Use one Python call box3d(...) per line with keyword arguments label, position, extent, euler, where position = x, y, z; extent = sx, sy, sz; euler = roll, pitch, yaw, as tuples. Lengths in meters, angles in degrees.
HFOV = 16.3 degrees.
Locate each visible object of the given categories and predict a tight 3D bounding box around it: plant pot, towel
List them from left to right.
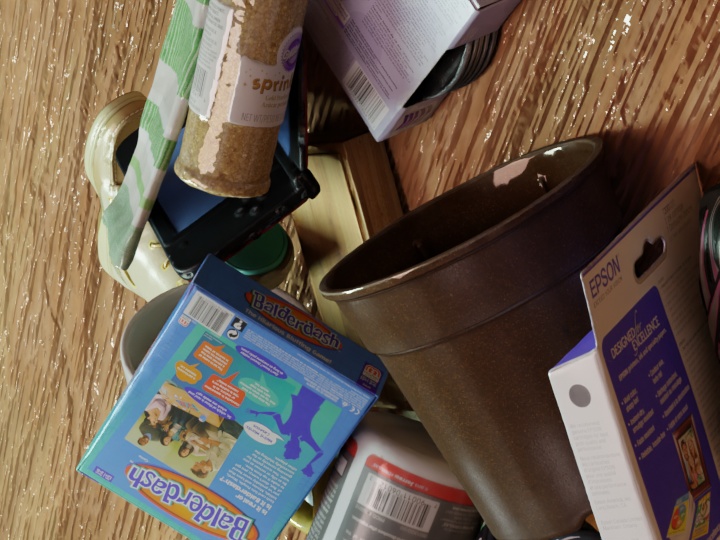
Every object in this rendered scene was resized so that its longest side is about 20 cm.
box3d(label="towel", position=(-0.139, -0.111, 1.756), extent=(0.153, 0.023, 0.201), euler=(-121, 51, -75))
box3d(label="plant pot", position=(0.107, 0.049, 1.574), extent=(0.200, 0.200, 0.199), euler=(-13, 108, 59))

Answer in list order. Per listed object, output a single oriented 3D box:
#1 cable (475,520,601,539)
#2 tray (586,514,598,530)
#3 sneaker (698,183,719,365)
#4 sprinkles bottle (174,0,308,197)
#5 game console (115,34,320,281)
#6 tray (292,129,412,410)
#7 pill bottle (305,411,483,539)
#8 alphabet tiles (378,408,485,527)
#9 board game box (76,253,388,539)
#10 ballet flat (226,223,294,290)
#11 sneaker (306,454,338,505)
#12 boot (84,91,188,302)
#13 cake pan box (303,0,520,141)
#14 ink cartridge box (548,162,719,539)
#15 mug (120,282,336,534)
box3d(label="cable", position=(0.130, 0.234, 1.719), extent=(0.199, 0.051, 0.164), euler=(20, 127, 51))
box3d(label="tray", position=(0.148, 0.146, 1.714), extent=(0.201, 0.037, 0.099), euler=(60, 149, 11))
box3d(label="sneaker", position=(0.240, 0.034, 1.475), extent=(0.086, 0.080, 0.201), euler=(-122, 21, -59))
box3d(label="sprinkles bottle", position=(-0.072, -0.152, 1.655), extent=(0.068, 0.068, 0.201), euler=(32, 116, 43))
box3d(label="game console", position=(-0.111, -0.120, 1.795), extent=(0.119, 0.172, 0.200), euler=(53, -178, -36))
box3d(label="tray", position=(0.000, 0.000, 1.826), extent=(0.098, 0.037, 0.201), euler=(2, 111, 57))
box3d(label="pill bottle", position=(0.013, 0.213, 1.799), extent=(0.116, 0.115, 0.201), euler=(31, 104, 43))
box3d(label="alphabet tiles", position=(0.076, 0.170, 1.870), extent=(0.200, 0.006, 0.167), euler=(52, 147, 22))
box3d(label="board game box", position=(-0.092, 0.105, 1.777), extent=(0.152, 0.045, 0.200), euler=(32, 123, -5))
box3d(label="ballet flat", position=(-0.089, -0.016, 1.895), extent=(0.200, 0.067, 0.063), euler=(-113, 19, -61))
box3d(label="sneaker", position=(0.008, 0.224, 1.931), extent=(0.201, 0.074, 0.082), euler=(62, 169, 6))
box3d(label="boot", position=(-0.153, -0.031, 2.012), extent=(0.155, 0.072, 0.201), euler=(44, 146, 35))
box3d(label="cake pan box", position=(0.013, -0.207, 1.659), extent=(0.201, 0.052, 0.184), euler=(58, 151, 13))
box3d(label="ink cartridge box", position=(0.174, 0.062, 1.466), extent=(0.043, 0.198, 0.201), euler=(-9, 105, 30))
box3d(label="mug", position=(-0.101, 0.122, 1.900), extent=(0.187, 0.148, 0.154), euler=(-103, 10, -50))
